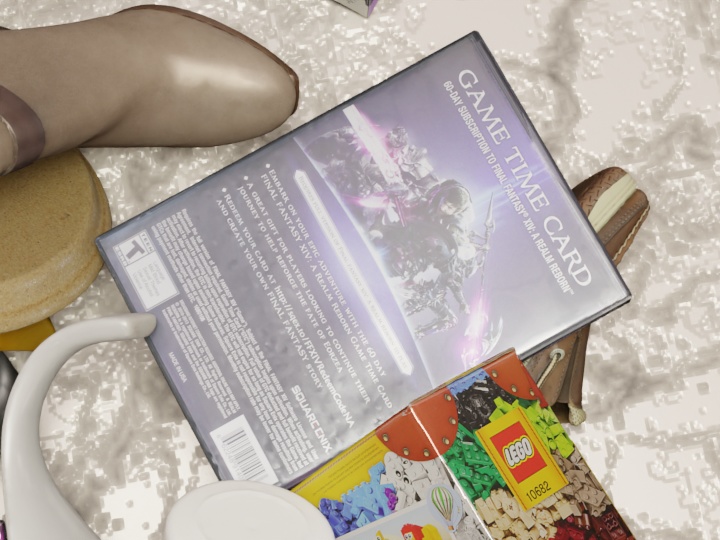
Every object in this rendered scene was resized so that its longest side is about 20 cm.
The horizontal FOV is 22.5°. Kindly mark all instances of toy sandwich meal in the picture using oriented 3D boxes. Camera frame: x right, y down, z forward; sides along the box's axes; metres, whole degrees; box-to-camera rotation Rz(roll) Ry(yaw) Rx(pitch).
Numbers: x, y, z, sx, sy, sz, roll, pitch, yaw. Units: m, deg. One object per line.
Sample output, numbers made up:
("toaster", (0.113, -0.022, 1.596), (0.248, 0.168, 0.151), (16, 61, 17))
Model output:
("toy sandwich meal", (-0.217, -0.020, 0.840), (0.205, 0.070, 0.205), (13, 39, -11))

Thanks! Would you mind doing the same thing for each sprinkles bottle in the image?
("sprinkles bottle", (-0.059, 0.185, 0.749), (0.068, 0.068, 0.200), (12, 118, 0))

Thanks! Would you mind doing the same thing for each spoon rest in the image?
("spoon rest", (-0.126, 0.117, 0.796), (0.061, 0.099, 0.200), (4, 91, 12))

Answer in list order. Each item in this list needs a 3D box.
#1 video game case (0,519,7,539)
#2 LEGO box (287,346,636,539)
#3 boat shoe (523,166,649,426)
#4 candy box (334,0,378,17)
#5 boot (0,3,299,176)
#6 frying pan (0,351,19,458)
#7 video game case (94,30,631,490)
("video game case", (-0.238, 0.209, 0.762), (0.200, 0.036, 0.182), (-7, 86, -11))
("LEGO box", (0.023, 0.149, 0.764), (0.077, 0.200, 0.149), (-23, 77, -47))
("boat shoe", (0.077, 0.045, 0.860), (0.075, 0.075, 0.202), (41, 86, -6))
("candy box", (-0.043, -0.250, 0.911), (0.200, 0.072, 0.168), (28, 78, 4))
("boot", (-0.141, -0.072, 0.805), (0.200, 0.146, 0.070), (6, 111, 11))
("frying pan", (-0.233, 0.034, 0.849), (0.115, 0.031, 0.190), (-19, 47, -39))
("video game case", (0.000, 0.000, 0.816), (0.200, 0.019, 0.143), (-29, 79, -2))
